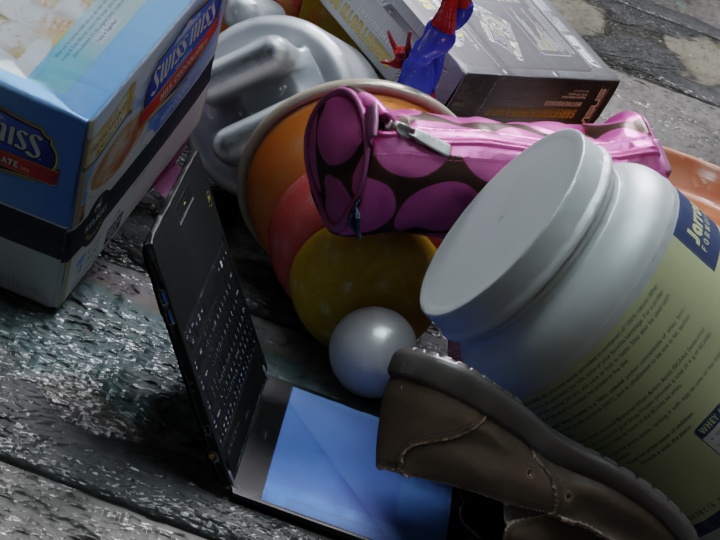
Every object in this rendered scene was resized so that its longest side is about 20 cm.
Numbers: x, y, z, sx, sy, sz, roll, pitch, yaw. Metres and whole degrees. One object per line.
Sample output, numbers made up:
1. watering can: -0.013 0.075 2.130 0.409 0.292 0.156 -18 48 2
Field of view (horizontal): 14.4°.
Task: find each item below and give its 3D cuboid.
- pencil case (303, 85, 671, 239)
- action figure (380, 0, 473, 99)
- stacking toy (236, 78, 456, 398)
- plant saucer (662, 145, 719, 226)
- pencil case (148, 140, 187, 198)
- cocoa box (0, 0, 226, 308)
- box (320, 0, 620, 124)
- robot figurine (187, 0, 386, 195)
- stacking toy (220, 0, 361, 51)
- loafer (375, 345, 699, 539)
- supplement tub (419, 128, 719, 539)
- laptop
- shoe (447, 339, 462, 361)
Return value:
1. pencil case: 0.073 -0.054 1.550 0.199 0.094 0.091 1 58 -25
2. action figure: 0.031 -0.107 1.688 0.051 0.201 0.066 14 36 6
3. stacking toy: 0.000 0.000 1.601 0.145 0.147 0.200 17 35 -12
4. plant saucer: 0.197 -0.044 1.825 0.199 0.032 0.200 18 16 -5
5. pencil case: -0.186 -0.111 1.740 0.087 0.088 0.200 3 24 -45
6. cocoa box: -0.170 -0.105 1.541 0.133 0.132 0.200 23 40 9
7. box: 0.052 -0.170 1.828 0.158 0.048 0.200 -3 46 -47
8. robot figurine: -0.040 -0.094 1.764 0.112 0.171 0.200 -20 -11 14
9. stacking toy: -0.033 -0.178 1.926 0.199 0.147 0.146 12 14 18
10. loafer: 0.081 0.112 1.393 0.200 0.071 0.073 33 -10 -21
11. supplement tub: 0.143 0.037 1.471 0.200 0.145 0.145 40 12 -17
12. laptop: -0.022 0.042 1.422 0.103 0.201 0.177 -15 15 8
13. shoe: 0.112 0.033 1.600 0.071 0.092 0.200 -15 -3 36
